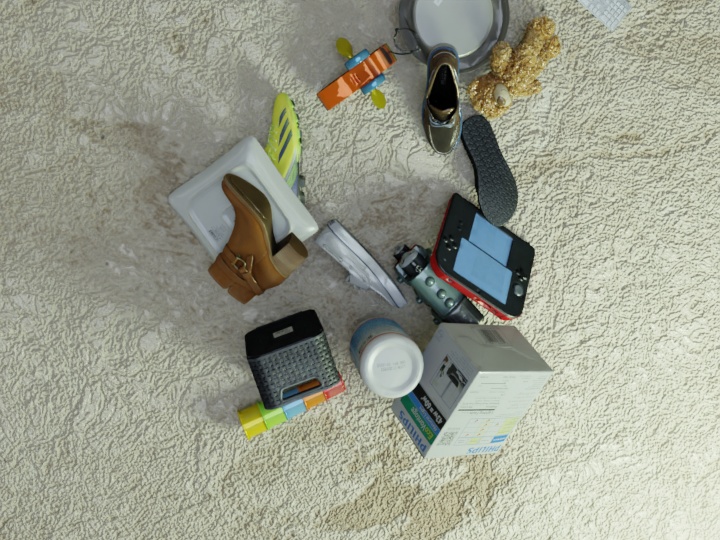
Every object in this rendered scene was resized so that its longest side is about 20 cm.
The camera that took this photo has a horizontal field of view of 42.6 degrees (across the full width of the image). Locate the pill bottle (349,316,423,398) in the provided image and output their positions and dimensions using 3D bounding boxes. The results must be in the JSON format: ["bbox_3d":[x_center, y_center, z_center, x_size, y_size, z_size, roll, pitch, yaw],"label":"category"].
[{"bbox_3d":[0.039,0.142,1.603,0.107,0.200,0.111,-1,100,-8],"label":"pill bottle"}]

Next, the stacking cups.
[{"bbox_3d":[-0.121,0.243,1.669,0.198,0.061,0.061,-21,102,-6],"label":"stacking cups"}]

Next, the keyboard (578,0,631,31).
[{"bbox_3d":[0.396,-0.513,1.647,0.199,0.011,0.057,38,92,-12],"label":"keyboard"}]

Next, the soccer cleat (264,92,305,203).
[{"bbox_3d":[-0.140,-0.202,1.589,0.082,0.065,0.203,-4,100,-5],"label":"soccer cleat"}]

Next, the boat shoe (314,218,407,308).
[{"bbox_3d":[0.000,0.000,1.647,0.065,0.074,0.200,-42,93,5],"label":"boat shoe"}]

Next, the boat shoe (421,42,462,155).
[{"bbox_3d":[0.137,-0.281,1.584,0.071,0.073,0.202,-1,125,8],"label":"boat shoe"}]

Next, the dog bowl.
[{"bbox_3d":[0.156,-0.441,1.598,0.197,0.059,0.203,-1,99,-9],"label":"dog bowl"}]

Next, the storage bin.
[{"bbox_3d":[-0.119,0.147,1.579,0.134,0.200,0.095,-20,103,-5],"label":"storage bin"}]

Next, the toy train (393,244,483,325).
[{"bbox_3d":[0.137,0.035,1.644,0.085,0.114,0.200,-42,103,0],"label":"toy train"}]

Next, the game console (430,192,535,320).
[{"bbox_3d":[0.220,-0.023,1.637,0.199,0.031,0.178,33,57,-17],"label":"game console"}]

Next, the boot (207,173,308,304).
[{"bbox_3d":[-0.203,-0.047,1.546,0.154,0.074,0.201,-35,100,22],"label":"boot"}]

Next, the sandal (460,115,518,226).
[{"bbox_3d":[0.232,-0.179,1.664,0.074,0.048,0.203,-15,89,-5],"label":"sandal"}]

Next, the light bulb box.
[{"bbox_3d":[0.192,0.209,1.609,0.196,0.125,0.201,6,125,-39],"label":"light bulb box"}]

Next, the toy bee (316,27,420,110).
[{"bbox_3d":[0.023,-0.343,1.583,0.197,0.109,0.133,-8,110,18],"label":"toy bee"}]

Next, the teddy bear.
[{"bbox_3d":[0.277,-0.349,1.607,0.199,0.067,0.146,-36,147,-16],"label":"teddy bear"}]

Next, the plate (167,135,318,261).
[{"bbox_3d":[-0.205,-0.094,1.583,0.199,0.032,0.201,-32,104,17],"label":"plate"}]
